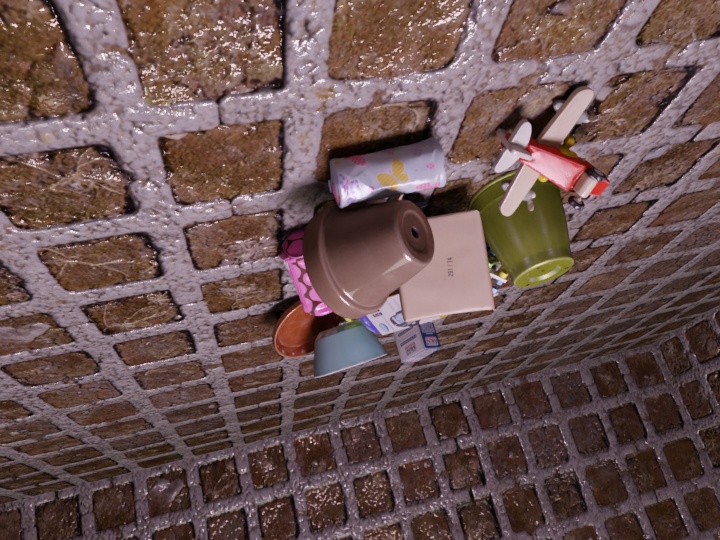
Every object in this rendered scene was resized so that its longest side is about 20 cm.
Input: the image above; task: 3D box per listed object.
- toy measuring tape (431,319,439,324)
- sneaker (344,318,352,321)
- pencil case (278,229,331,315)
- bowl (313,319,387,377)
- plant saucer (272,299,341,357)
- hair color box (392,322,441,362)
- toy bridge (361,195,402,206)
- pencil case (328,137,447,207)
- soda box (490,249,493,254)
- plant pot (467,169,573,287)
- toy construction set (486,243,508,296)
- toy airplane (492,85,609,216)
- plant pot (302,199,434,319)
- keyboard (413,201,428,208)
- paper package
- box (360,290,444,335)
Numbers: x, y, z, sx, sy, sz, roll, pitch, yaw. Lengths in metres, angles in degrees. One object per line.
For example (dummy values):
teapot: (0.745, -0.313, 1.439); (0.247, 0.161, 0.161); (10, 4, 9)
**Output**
toy measuring tape: (0.102, 0.076, 1.482); (0.196, 0.075, 0.074); (14, 153, -4)
sneaker: (-0.016, 0.078, 1.533); (0.074, 0.084, 0.200); (-37, 173, 5)
pencil case: (-0.101, 0.010, 1.229); (0.094, 0.090, 0.202); (-44, 141, -24)
bowl: (-0.040, 0.194, 1.542); (0.198, 0.107, 0.201); (-19, 173, -2)
plant saucer: (-0.138, 0.138, 1.546); (0.198, 0.032, 0.202); (-26, 141, -23)
hair color box: (0.128, 0.125, 1.557); (0.060, 0.203, 0.100); (3, 152, -37)
toy bridge: (0.029, -0.124, 1.158); (0.067, 0.028, 0.199); (5, 150, -43)
pencil case: (0.045, -0.164, 1.010); (0.197, 0.085, 0.091); (-13, -160, -8)
soda box: (0.251, -0.001, 1.445); (0.200, 0.068, 0.064); (-42, 148, 8)
plant pot: (0.348, -0.078, 1.258); (0.197, 0.196, 0.201); (-13, 157, -6)
toy construction set: (0.237, -0.036, 1.331); (0.092, 0.200, 0.131); (-45, -177, 37)
toy airplane: (0.324, -0.204, 1.068); (0.197, 0.142, 0.201); (-14, 121, 18)
plant pot: (0.028, -0.034, 1.028); (0.173, 0.204, 0.199); (-20, 159, 36)
keyboard: (0.032, -0.088, 1.197); (0.198, 0.021, 0.127); (-27, 180, 31)
paper package: (0.163, -0.010, 1.226); (0.187, 0.204, 0.103); (-9, -177, 5)
box: (0.091, 0.085, 1.409); (0.197, 0.042, 0.119); (-17, 132, 25)
